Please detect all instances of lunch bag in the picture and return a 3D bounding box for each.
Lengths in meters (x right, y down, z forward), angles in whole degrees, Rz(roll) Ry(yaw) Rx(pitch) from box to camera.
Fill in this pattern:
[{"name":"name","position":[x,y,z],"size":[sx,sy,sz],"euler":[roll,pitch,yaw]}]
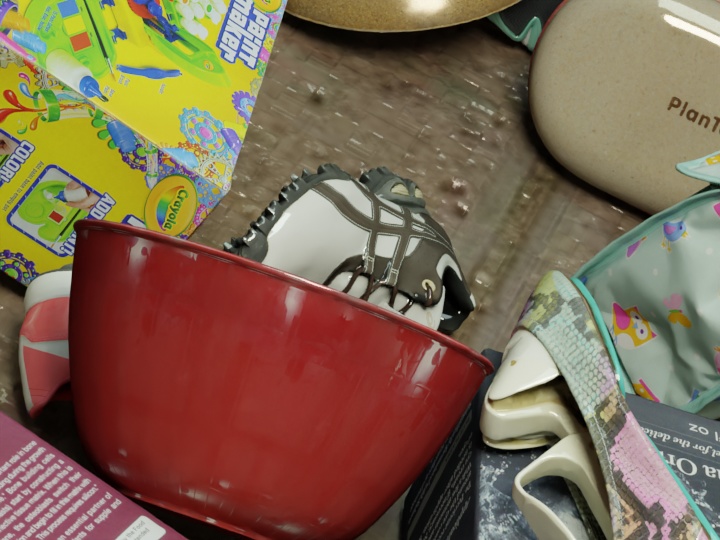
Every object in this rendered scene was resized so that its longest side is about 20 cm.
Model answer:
[{"name":"lunch bag","position":[0.232,-0.014,1.445],"size":[0.170,0.200,0.122],"euler":[-20,75,-36]}]

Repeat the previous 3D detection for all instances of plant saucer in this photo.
[{"name":"plant saucer","position":[0.024,-0.212,1.664],"size":[0.199,0.036,0.201],"euler":[-3,38,2]}]

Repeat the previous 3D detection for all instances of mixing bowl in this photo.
[{"name":"mixing bowl","position":[-0.050,0.061,1.219],"size":[0.199,0.109,0.200],"euler":[18,-7,2]}]

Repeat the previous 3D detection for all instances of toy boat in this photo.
[{"name":"toy boat","position":[0.196,-0.096,1.637],"size":[0.199,0.131,0.131],"euler":[26,7,1]}]

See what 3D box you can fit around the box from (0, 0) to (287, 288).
[{"name":"box","position":[-0.156,-0.111,1.397],"size":[0.192,0.122,0.200],"euler":[33,35,-14]}]

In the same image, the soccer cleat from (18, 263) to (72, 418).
[{"name":"soccer cleat","position":[-0.071,0.057,1.340],"size":[0.199,0.068,0.074],"euler":[15,61,-18]}]

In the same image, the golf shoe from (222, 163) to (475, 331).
[{"name":"golf shoe","position":[0.000,0.000,1.398],"size":[0.095,0.078,0.200],"euler":[50,26,15]}]

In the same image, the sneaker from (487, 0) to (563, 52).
[{"name":"sneaker","position":[0.133,-0.203,1.753],"size":[0.199,0.078,0.140],"euler":[0,39,-36]}]

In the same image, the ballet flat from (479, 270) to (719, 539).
[{"name":"ballet flat","position":[0.095,0.078,1.211],"size":[0.071,0.069,0.201],"euler":[-14,49,-12]}]

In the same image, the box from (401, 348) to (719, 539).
[{"name":"box","position":[0.124,0.165,1.266],"size":[0.196,0.118,0.201],"euler":[17,39,-10]}]

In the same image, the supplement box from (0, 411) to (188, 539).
[{"name":"supplement box","position":[-0.182,0.119,1.169],"size":[0.199,0.086,0.110],"euler":[33,34,10]}]
